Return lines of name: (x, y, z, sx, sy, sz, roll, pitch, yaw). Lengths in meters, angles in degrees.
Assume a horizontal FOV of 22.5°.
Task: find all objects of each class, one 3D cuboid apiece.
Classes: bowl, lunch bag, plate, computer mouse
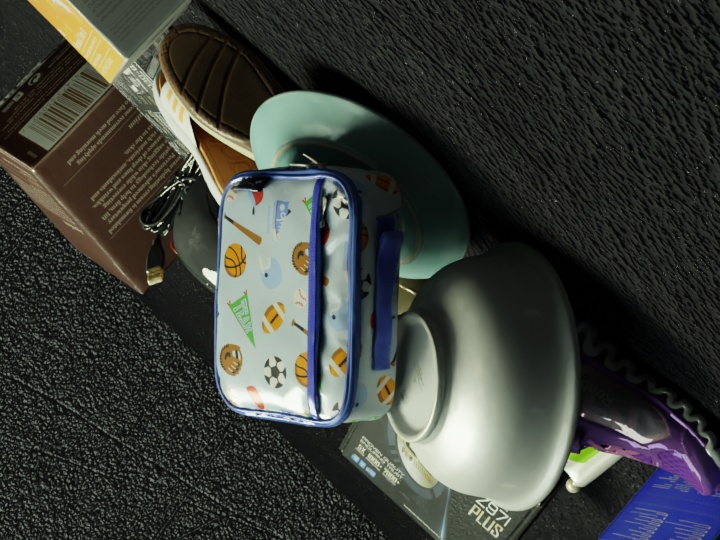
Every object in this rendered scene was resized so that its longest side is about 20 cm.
bowl: (0.075, 0.077, 1.332, 0.089, 0.203, 0.201, 2, -173, -24)
lunch bag: (-0.037, 0.013, 1.353, 0.159, 0.202, 0.075, 5, -174, 45)
plate: (-0.007, -0.058, 1.412, 0.199, 0.026, 0.201, 25, 147, 17)
computer mouse: (-0.157, -0.034, 1.584, 0.046, 0.141, 0.201, 22, -151, -28)

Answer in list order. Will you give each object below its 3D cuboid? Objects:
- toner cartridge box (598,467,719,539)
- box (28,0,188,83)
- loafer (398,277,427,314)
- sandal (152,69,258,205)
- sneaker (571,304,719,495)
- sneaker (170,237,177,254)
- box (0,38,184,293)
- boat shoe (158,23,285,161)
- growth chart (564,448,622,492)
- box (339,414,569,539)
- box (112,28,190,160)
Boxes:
toner cartridge box: (0.260, 0.195, 1.396, 0.043, 0.095, 0.200, 43, 170, -7)
box: (-0.231, -0.261, 1.442, 0.200, 0.098, 0.124, 45, 169, -7)
loafer: (-0.010, 0.050, 1.563, 0.076, 0.199, 0.068, 33, -146, -43)
sandal: (-0.113, -0.127, 1.556, 0.207, 0.078, 0.060, 57, 144, 38)
sneaker: (0.186, 0.111, 1.367, 0.200, 0.089, 0.081, 39, 167, 16)
sneaker: (-0.103, 0.001, 1.656, 0.116, 0.078, 0.200, 52, 172, -18)
box: (-0.267, -0.118, 1.913, 0.164, 0.166, 0.200, 27, 160, 51)
boat shoe: (-0.085, -0.124, 1.502, 0.202, 0.075, 0.075, 42, 175, 8)
growth chart: (0.138, 0.111, 1.533, 0.199, 0.018, 0.145, 33, 143, 6)
box: (0.096, 0.179, 1.774, 0.200, 0.086, 0.164, 42, 142, 10)
box: (-0.167, -0.156, 1.722, 0.200, 0.050, 0.157, 47, 168, -17)
